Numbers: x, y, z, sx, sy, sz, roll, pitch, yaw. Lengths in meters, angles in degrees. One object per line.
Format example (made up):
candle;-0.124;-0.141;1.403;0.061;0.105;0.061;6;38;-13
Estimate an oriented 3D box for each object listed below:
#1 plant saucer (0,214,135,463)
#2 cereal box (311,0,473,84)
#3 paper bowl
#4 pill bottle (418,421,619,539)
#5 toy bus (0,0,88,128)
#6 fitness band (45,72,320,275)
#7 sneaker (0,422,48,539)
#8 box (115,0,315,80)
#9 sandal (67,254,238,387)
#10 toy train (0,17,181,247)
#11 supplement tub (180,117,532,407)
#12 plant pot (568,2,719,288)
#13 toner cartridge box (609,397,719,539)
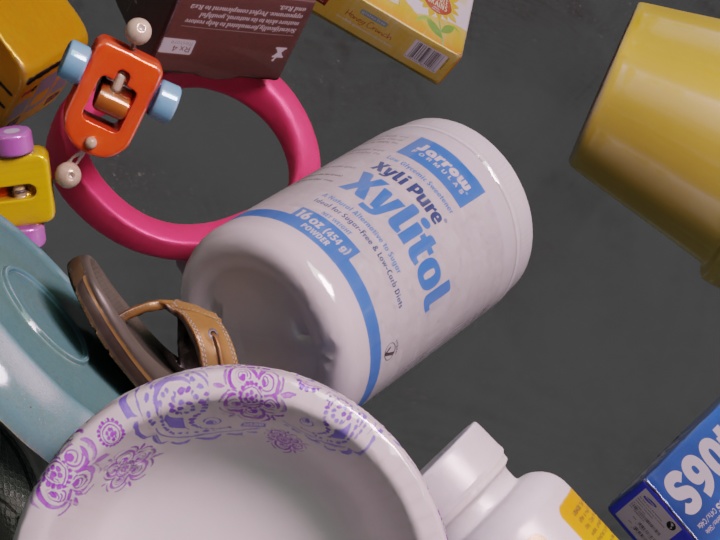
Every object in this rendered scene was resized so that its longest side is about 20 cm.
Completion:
plant saucer;-0.169;0.030;0.912;0.201;0.027;0.200;50;6;-7
cereal box;0.022;-0.247;1.333;0.143;0.040;0.201;28;45;-15
paper bowl;-0.058;0.145;0.824;0.198;0.104;0.203;0;87;-2
pill bottle;0.103;0.187;1.004;0.200;0.113;0.113;46;44;4
toy bus;-0.255;-0.184;1.062;0.200;0.078;0.065;45;45;3
fitness band;-0.105;-0.072;1.115;0.199;0.037;0.144;-27;72;-45
sneaker;-0.209;0.089;0.896;0.082;0.078;0.201;-19;60;-38
box;-0.117;-0.218;1.165;0.099;0.075;0.201;0;48;-35
sandal;-0.084;0.056;0.965;0.200;0.055;0.082;46;1;-21
toy train;-0.210;-0.099;0.999;0.198;0.151;0.056;19;16;-16
supplement tub;0.000;0.000;1.062;0.132;0.132;0.200;49;45;7
plant pot;0.260;-0.098;1.288;0.187;0.202;0.202;24;45;4
toner cartridge box;0.255;0.138;1.187;0.095;0.043;0.200;50;44;6
